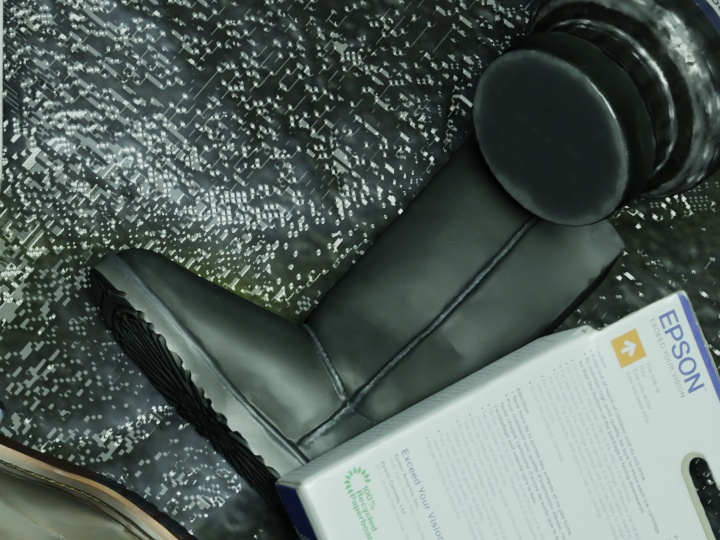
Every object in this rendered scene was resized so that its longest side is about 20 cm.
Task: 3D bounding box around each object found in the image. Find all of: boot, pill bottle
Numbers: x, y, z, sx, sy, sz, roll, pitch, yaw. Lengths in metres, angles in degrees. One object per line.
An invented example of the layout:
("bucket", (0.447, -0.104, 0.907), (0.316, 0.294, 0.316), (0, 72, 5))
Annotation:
("boot", (0.001, 0.001, 1.102), (0.200, 0.066, 0.165), (-43, 95, -18))
("boot", (-0.141, 0.123, 1.040), (0.200, 0.075, 0.097), (34, 86, -1))
("pill bottle", (0.144, -0.101, 1.119), (0.200, 0.112, 0.112), (-35, 84, -38))

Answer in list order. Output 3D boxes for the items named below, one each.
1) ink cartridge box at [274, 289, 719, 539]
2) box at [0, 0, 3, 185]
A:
("ink cartridge box", (0.088, 0.136, 1.069), (0.200, 0.041, 0.200), (-25, 99, -19))
("box", (-0.257, -0.088, 1.070), (0.199, 0.060, 0.117), (3, 73, -13))
